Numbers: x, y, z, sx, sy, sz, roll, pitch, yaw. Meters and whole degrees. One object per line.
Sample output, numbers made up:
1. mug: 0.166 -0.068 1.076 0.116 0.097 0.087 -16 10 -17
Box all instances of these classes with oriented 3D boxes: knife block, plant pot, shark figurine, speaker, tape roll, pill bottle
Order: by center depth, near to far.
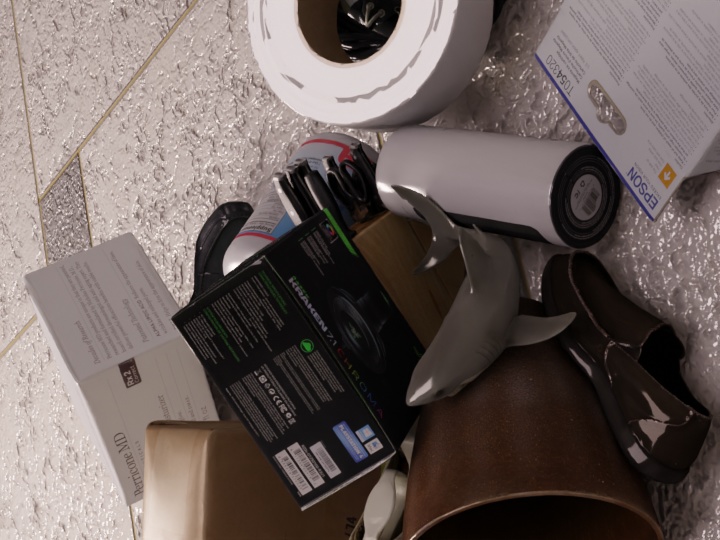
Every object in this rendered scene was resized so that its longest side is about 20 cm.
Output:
1. shark figurine: 0.080 -0.005 1.173 0.128 0.090 0.215 -22 34 16
2. plant pot: 0.117 0.126 1.183 0.187 0.187 0.200 -50 32 43
3. speaker: 0.104 -0.070 1.254 0.200 0.081 0.081 13 99 48
4. tape roll: 0.006 -0.218 1.320 0.202 0.071 0.203 0 89 30
5. knife block: 0.000 0.000 1.335 0.064 0.175 0.200 -18 59 56
6. pill bottle: -0.052 -0.019 1.409 0.109 0.109 0.200 -17 35 56

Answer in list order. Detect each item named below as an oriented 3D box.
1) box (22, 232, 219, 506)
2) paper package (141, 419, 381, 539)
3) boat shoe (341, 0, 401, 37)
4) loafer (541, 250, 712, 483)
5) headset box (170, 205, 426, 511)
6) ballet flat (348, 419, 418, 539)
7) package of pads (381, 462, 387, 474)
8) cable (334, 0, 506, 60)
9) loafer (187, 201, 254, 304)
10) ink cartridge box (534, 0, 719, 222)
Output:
1. box: -0.249 0.104 1.699 0.200 0.131 0.199 52 161 46
2. paper package: -0.082 0.225 1.322 0.103 0.190 0.200 -3 84 52
3. boat shoe: 0.013 -0.232 1.451 0.200 0.060 0.076 56 130 42
4. loafer: 0.199 0.056 1.144 0.071 0.073 0.200 -48 51 29
5. headset box: -0.033 0.060 1.224 0.093 0.200 0.174 -33 93 18
6. ballet flat: 0.045 0.166 1.290 0.067 0.062 0.200 2 51 31
7. package of pads: 0.014 0.232 1.412 0.200 0.068 0.155 39 118 52
8. cable: 0.034 -0.254 1.366 0.200 0.051 0.163 24 105 32
9. loafer: -0.143 0.017 1.671 0.070 0.068 0.201 61 143 44
10. ink cartridge box: 0.225 -0.171 1.136 0.196 0.043 0.200 62 139 36
